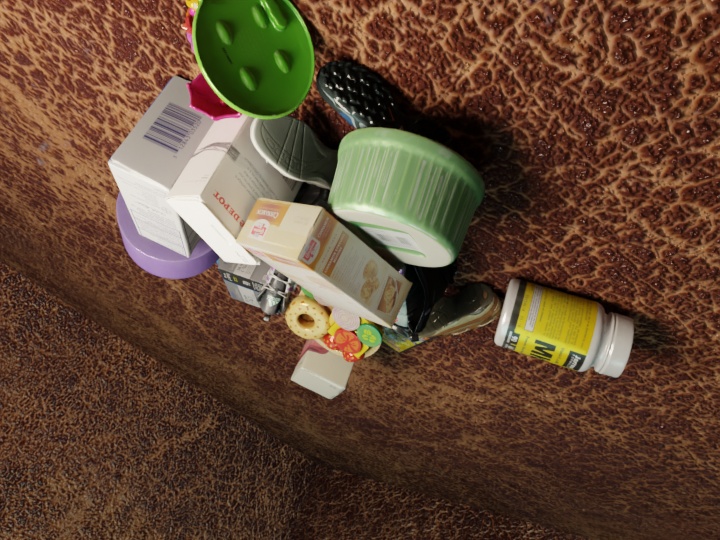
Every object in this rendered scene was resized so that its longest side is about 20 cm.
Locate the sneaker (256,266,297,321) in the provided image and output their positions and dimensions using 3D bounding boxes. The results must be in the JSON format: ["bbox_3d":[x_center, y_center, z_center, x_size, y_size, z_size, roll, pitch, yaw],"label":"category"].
[{"bbox_3d":[-0.157,0.030,1.064,0.076,0.143,0.201,23,153,1],"label":"sneaker"}]

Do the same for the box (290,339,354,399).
[{"bbox_3d":[-0.063,0.163,1.225,0.107,0.204,0.128,25,152,-7],"label":"box"}]

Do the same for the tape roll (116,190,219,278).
[{"bbox_3d":[-0.339,-0.095,1.005,0.196,0.204,0.085,27,153,-7],"label":"tape roll"}]

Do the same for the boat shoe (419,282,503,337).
[{"bbox_3d":[0.179,0.089,1.024,0.073,0.078,0.198,29,145,-32],"label":"boat shoe"}]

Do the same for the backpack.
[{"bbox_3d":[0.072,-0.012,0.872,0.124,0.169,0.203,16,146,25],"label":"backpack"}]

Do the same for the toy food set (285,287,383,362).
[{"bbox_3d":[-0.046,0.098,1.075,0.199,0.049,0.198,40,133,-2],"label":"toy food set"}]

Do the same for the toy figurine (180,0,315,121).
[{"bbox_3d":[-0.173,-0.267,0.677,0.182,0.149,0.203,-2,122,56],"label":"toy figurine"}]

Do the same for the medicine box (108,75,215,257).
[{"bbox_3d":[-0.283,-0.158,0.868,0.101,0.186,0.201,23,152,2],"label":"medicine box"}]

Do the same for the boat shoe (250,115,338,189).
[{"bbox_3d":[-0.085,-0.162,0.781,0.064,0.077,0.199,11,178,40],"label":"boat shoe"}]

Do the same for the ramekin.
[{"bbox_3d":[0.050,-0.082,0.693,0.195,0.100,0.200,19,168,4],"label":"ramekin"}]

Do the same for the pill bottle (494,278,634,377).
[{"bbox_3d":[0.325,0.094,0.885,0.195,0.116,0.115,16,152,15],"label":"pill bottle"}]

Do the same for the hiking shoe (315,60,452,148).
[{"bbox_3d":[0.020,-0.180,0.700,0.197,0.076,0.086,33,151,-15],"label":"hiking shoe"}]

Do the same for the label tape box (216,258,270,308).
[{"bbox_3d":[-0.279,0.017,1.300,0.195,0.064,0.146,18,151,12],"label":"label tape box"}]

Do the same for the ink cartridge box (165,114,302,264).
[{"bbox_3d":[-0.169,-0.133,0.798,0.081,0.204,0.147,4,147,34],"label":"ink cartridge box"}]

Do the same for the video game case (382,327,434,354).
[{"bbox_3d":[0.072,0.088,1.135,0.198,0.026,0.179,37,136,-22],"label":"video game case"}]

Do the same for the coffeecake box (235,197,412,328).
[{"bbox_3d":[-0.048,-0.010,0.750,0.151,0.075,0.199,16,164,47],"label":"coffeecake box"}]

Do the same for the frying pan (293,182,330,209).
[{"bbox_3d":[-0.076,-0.090,0.846,0.190,0.113,0.031,47,165,43],"label":"frying pan"}]
